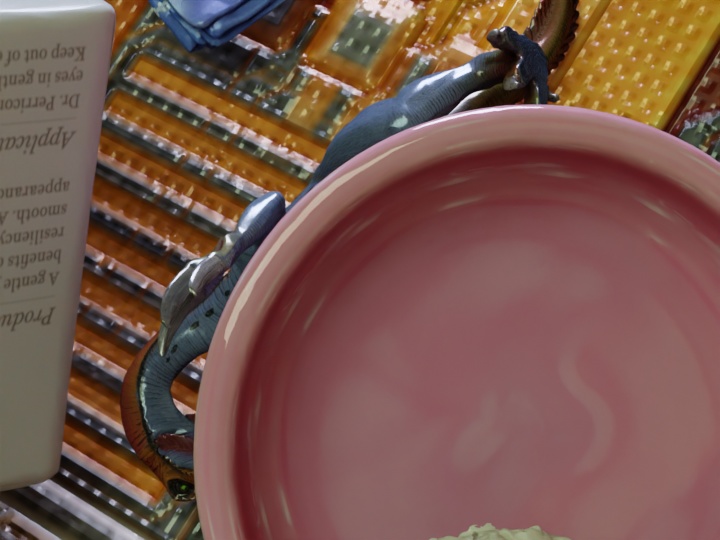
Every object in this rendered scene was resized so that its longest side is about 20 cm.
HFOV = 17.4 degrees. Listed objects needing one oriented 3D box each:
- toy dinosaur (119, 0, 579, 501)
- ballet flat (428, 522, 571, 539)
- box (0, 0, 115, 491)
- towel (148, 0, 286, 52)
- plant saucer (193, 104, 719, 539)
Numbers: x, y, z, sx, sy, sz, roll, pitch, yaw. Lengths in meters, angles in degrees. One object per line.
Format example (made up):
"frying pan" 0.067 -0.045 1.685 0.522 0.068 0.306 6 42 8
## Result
"toy dinosaur" 0.000 0.000 0.804 0.181 0.105 0.200 -28 17 25
"ballet flat" -0.014 0.122 0.615 0.199 0.072 0.072 -35 55 -21
"box" -0.220 -0.028 0.766 0.199 0.198 0.173 27 115 44
"towel" -0.061 -0.196 0.883 0.144 0.024 0.200 -37 80 -6
"plant saucer" 0.049 0.052 0.705 0.199 0.051 0.202 0 91 -5
